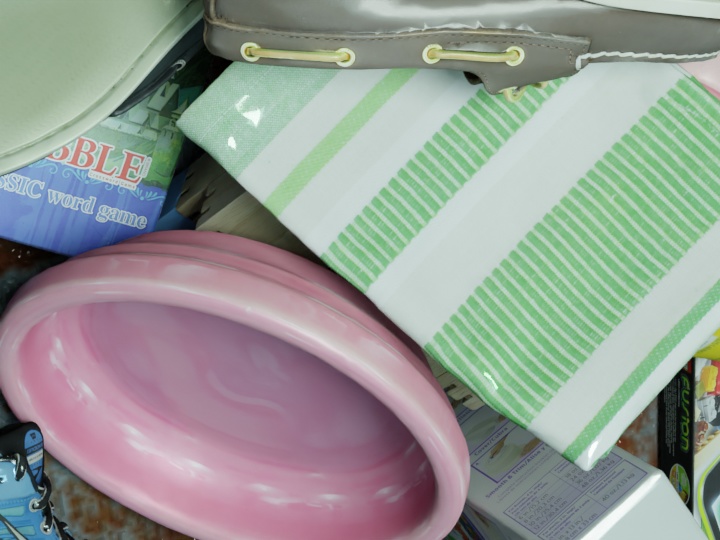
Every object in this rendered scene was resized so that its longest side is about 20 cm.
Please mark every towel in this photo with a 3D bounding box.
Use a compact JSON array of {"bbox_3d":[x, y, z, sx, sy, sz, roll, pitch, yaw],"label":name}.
[{"bbox_3d":[0.056,-0.041,0.814,0.200,0.023,0.153,43,77,4],"label":"towel"}]

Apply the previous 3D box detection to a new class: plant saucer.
[{"bbox_3d":[-0.048,0.049,0.886,0.200,0.200,0.051,39,53,-27],"label":"plant saucer"}]

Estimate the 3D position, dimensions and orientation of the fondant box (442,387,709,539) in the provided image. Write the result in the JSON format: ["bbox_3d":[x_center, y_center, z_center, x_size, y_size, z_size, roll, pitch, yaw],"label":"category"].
[{"bbox_3d":[0.091,0.123,0.941,0.058,0.200,0.144,-41,116,-12],"label":"fondant box"}]

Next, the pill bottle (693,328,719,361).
[{"bbox_3d":[0.192,-0.011,0.978,0.199,0.114,0.115,10,100,-24],"label":"pill bottle"}]

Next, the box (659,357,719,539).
[{"bbox_3d":[0.202,0.116,1.079,0.110,0.035,0.201,-9,108,-21],"label":"box"}]

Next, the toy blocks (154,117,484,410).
[{"bbox_3d":[0.000,0.000,0.909,0.200,0.137,0.100,34,47,-23],"label":"toy blocks"}]

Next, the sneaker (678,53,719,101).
[{"bbox_3d":[0.077,-0.108,0.909,0.105,0.200,0.075,-67,155,-18],"label":"sneaker"}]

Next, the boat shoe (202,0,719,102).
[{"bbox_3d":[0.042,-0.095,0.783,0.199,0.072,0.060,4,119,-17],"label":"boat shoe"}]

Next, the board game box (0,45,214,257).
[{"bbox_3d":[-0.150,-0.119,0.861,0.199,0.041,0.200,16,98,-26],"label":"board game box"}]

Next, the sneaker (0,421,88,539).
[{"bbox_3d":[-0.142,0.110,0.894,0.200,0.078,0.090,29,85,-14],"label":"sneaker"}]

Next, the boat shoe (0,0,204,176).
[{"bbox_3d":[-0.105,-0.090,0.829,0.074,0.066,0.199,44,75,6],"label":"boat shoe"}]
